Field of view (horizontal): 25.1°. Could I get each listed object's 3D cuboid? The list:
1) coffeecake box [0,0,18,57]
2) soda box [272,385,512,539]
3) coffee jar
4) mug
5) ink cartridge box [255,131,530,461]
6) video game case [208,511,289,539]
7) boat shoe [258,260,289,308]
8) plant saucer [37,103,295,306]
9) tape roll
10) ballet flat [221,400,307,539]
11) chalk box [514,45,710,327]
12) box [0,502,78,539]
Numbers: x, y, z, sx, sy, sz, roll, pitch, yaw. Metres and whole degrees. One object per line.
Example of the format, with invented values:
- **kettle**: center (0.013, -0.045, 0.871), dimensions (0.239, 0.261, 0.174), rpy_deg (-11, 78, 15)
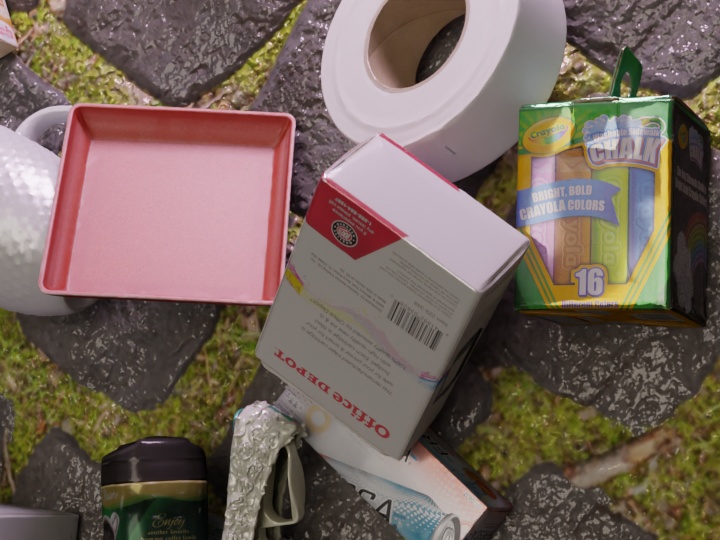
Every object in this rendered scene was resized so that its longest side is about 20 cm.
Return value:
- **coffeecake box**: center (-0.435, -0.278, 1.567), dimensions (0.152, 0.073, 0.202), rpy_deg (-25, 74, 19)
- **soda box**: center (0.024, 0.149, 1.301), dimensions (0.200, 0.063, 0.069), rpy_deg (42, 101, 24)
- **coffee jar**: center (-0.169, 0.238, 1.333), dimensions (0.084, 0.104, 0.202), rpy_deg (0, 81, -20)
- **mug**: center (-0.292, -0.060, 1.442), dimensions (0.174, 0.148, 0.201), rpy_deg (25, 70, 21)
- **ink cartridge box**: center (0.019, 0.022, 1.211), dimensions (0.147, 0.086, 0.201), rpy_deg (36, 136, 12)
- **video game case**: center (-0.093, 0.313, 1.357), dimensions (0.198, 0.023, 0.184), rpy_deg (14, 89, 26)
- **boat shoe**: center (-0.001, -0.001, 1.331), dimensions (0.198, 0.074, 0.067), rpy_deg (-6, 58, 38)
- **plant saucer**: center (-0.158, -0.050, 1.359), dimensions (0.197, 0.037, 0.202), rpy_deg (3, 54, 0)
- **tape roll**: center (0.064, -0.175, 1.285), dimensions (0.201, 0.071, 0.204), rpy_deg (-19, 59, 35)
- **ballet flat**: center (-0.079, 0.207, 1.298), dimensions (0.071, 0.072, 0.202), rpy_deg (10, 101, 26)
- **chalk box**: center (0.191, -0.063, 1.218), dimensions (0.123, 0.124, 0.202), rpy_deg (-2, 81, 25)
- **box**: center (-0.358, 0.301, 1.385), dimensions (0.129, 0.200, 0.201), rpy_deg (3, 84, 27)
